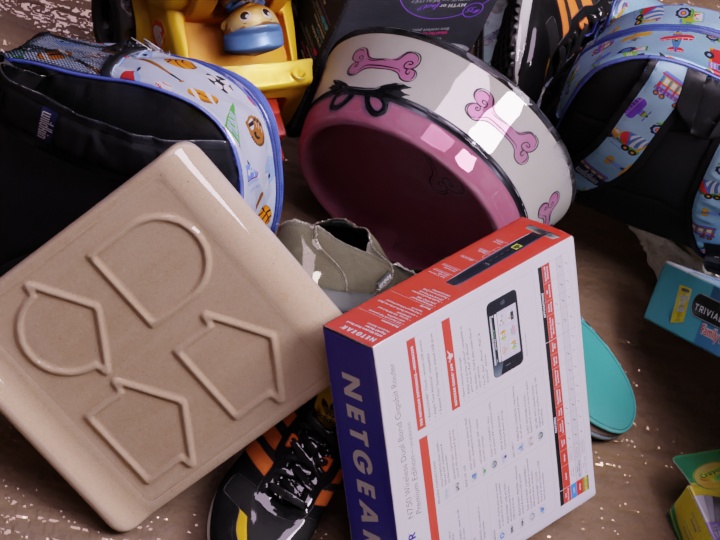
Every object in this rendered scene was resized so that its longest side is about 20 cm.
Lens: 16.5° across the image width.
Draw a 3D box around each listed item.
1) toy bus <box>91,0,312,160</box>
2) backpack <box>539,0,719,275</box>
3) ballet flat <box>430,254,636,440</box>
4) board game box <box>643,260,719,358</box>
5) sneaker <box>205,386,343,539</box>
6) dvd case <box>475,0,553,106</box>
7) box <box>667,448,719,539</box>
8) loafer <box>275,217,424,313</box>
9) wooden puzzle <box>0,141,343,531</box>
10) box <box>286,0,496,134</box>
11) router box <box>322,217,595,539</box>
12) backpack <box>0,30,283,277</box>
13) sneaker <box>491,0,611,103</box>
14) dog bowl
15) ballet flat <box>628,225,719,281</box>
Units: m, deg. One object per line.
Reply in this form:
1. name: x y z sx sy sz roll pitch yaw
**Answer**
1. toy bus: -0.092 -0.148 1.716 0.135 0.200 0.193 -6 65 -24
2. backpack: 0.223 -0.113 1.709 0.182 0.200 0.135 22 61 -1
3. ballet flat: 0.114 0.049 1.711 0.200 0.074 0.074 47 41 -33
4. board game box: 0.311 0.057 1.710 0.151 0.047 0.200 17 6 -27
5. sneaker: -0.036 0.113 1.607 0.070 0.090 0.200 30 50 3
6. dvd case: 0.159 -0.167 1.931 0.145 0.022 0.201 13 51 -12
7. box: 0.290 0.209 1.691 0.117 0.048 0.200 -7 61 -24
8. loafer: 0.000 0.000 1.660 0.075 0.200 0.070 -1 86 25
9. wooden puzzle: -0.129 0.040 1.549 0.185 0.200 0.046 49 8 -21
10. box: 0.015 -0.200 1.784 0.122 0.200 0.106 -4 57 -23
11. router box: 0.068 0.092 1.598 0.179 0.201 0.049 -27 33 -34
12. backpack: -0.145 -0.058 1.613 0.190 0.201 0.154 14 29 23
13. sneaker: 0.156 -0.192 1.880 0.090 0.070 0.201 16 49 -4
14. dog bowl: 0.045 -0.071 1.714 0.200 0.200 0.074 33 63 5
15. ballet flat: 0.221 -0.060 1.834 0.072 0.072 0.200 -25 74 -33
